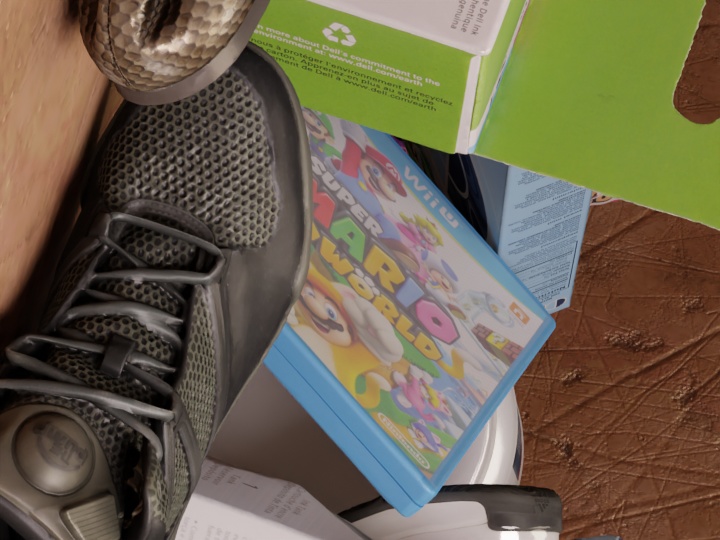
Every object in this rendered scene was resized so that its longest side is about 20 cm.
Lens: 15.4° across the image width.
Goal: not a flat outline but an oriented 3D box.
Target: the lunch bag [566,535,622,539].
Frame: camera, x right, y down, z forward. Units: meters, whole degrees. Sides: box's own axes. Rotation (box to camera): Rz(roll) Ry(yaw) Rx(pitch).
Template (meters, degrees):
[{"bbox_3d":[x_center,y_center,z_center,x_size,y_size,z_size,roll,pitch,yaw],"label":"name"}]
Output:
[{"bbox_3d":[0.080,0.210,1.088,0.200,0.082,0.161,-76,160,-61],"label":"lunch bag"}]

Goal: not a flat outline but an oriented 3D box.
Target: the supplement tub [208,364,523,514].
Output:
[{"bbox_3d":[-0.002,0.070,1.139,0.200,0.140,0.141,61,47,-80],"label":"supplement tub"}]

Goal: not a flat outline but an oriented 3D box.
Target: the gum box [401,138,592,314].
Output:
[{"bbox_3d":[0.043,-0.086,1.107,0.200,0.044,0.170,91,-23,-68],"label":"gum box"}]

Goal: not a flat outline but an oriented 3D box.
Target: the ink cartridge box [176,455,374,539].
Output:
[{"bbox_3d":[-0.026,0.159,0.928,0.050,0.200,0.162,-49,156,-72],"label":"ink cartridge box"}]

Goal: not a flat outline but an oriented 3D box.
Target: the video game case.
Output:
[{"bbox_3d":[0.000,0.000,0.981,0.018,0.143,0.200,-42,-179,22],"label":"video game case"}]

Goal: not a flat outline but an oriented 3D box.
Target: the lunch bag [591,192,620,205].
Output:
[{"bbox_3d":[0.090,-0.129,1.406,0.200,0.082,0.176,71,3,-73],"label":"lunch bag"}]

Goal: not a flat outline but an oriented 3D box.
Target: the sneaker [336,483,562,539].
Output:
[{"bbox_3d":[0.004,0.154,0.975,0.076,0.200,0.116,10,60,-46],"label":"sneaker"}]

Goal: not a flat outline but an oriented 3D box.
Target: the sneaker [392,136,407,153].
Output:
[{"bbox_3d":[0.033,-0.054,1.387,0.200,0.080,0.089,-49,148,-70],"label":"sneaker"}]

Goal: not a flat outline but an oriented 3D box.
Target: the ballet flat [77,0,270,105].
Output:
[{"bbox_3d":[-0.033,-0.134,0.778,0.046,0.067,0.200,57,47,-40],"label":"ballet flat"}]

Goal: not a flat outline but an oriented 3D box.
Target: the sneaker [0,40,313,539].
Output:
[{"bbox_3d":[-0.067,0.024,0.785,0.114,0.076,0.200,60,53,-89],"label":"sneaker"}]

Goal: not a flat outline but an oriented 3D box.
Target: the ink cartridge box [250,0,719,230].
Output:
[{"bbox_3d":[0.063,-0.116,0.940,0.076,0.200,0.148,93,16,-63],"label":"ink cartridge box"}]
